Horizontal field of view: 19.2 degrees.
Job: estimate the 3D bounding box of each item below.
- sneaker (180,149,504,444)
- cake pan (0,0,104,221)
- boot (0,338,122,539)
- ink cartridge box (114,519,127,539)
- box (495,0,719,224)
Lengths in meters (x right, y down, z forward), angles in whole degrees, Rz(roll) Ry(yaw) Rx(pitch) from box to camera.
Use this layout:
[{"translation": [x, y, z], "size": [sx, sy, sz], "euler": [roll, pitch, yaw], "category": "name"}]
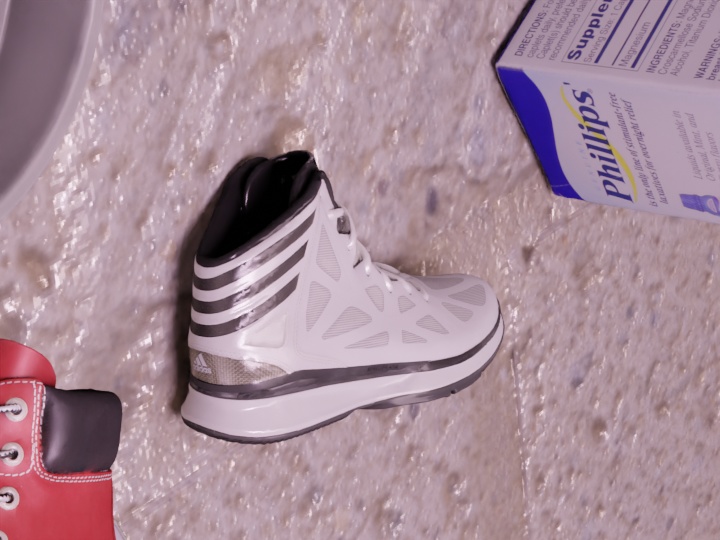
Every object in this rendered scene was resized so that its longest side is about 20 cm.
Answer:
[{"translation": [0.000, 0.000, 0.967], "size": [0.200, 0.075, 0.116], "euler": [-17, 114, -48], "category": "sneaker"}, {"translation": [-0.161, -0.096, 0.674], "size": [0.200, 0.037, 0.202], "euler": [-21, 116, -49], "category": "cake pan"}, {"translation": [-0.142, 0.100, 0.679], "size": [0.200, 0.072, 0.146], "euler": [-16, 107, -61], "category": "boot"}, {"translation": [-0.156, 0.138, 0.788], "size": [0.148, 0.075, 0.201], "euler": [-55, 137, -34], "category": "ink cartridge box"}, {"translation": [0.204, -0.126, 1.105], "size": [0.185, 0.199, 0.105], "euler": [-58, 140, -26], "category": "box"}]
